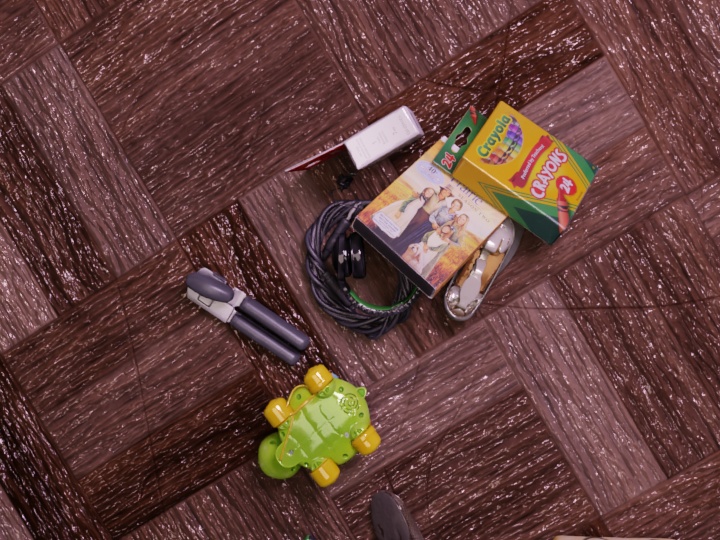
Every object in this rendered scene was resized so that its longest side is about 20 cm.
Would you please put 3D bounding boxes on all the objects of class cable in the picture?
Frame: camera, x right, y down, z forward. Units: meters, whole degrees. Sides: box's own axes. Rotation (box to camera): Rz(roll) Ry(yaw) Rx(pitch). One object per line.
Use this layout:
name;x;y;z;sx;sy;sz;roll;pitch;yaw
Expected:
cable;0.000;0.000;1.465;0.160;0.051;0.203;-2;96;7

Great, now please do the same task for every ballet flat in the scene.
ballet flat;0.177;-0.017;1.436;0.067;0.064;0.202;27;97;3
ballet flat;0.078;0.410;1.501;0.067;0.046;0.202;-33;85;39

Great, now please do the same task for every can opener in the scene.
can opener;-0.168;0.068;1.482;0.199;0.067;0.054;34;99;3

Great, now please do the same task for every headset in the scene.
headset;0.014;-0.037;1.418;0.122;0.094;0.202;-24;102;7

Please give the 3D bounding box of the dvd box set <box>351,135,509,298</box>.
dvd box set;0.104;-0.075;1.377;0.146;0.029;0.200;42;60;9

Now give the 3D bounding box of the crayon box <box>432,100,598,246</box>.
crayon box;0.211;-0.142;1.394;0.199;0.051;0.128;34;58;2

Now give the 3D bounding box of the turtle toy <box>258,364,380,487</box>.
turtle toy;-0.068;0.228;1.468;0.199;0.101;0.146;-38;91;9

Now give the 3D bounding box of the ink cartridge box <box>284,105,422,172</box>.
ink cartridge box;-0.002;-0.158;1.375;0.175;0.200;0.045;-29;93;8

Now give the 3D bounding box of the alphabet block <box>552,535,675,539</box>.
alphabet block;0.360;0.489;1.394;0.192;0.200;0.200;1;95;7

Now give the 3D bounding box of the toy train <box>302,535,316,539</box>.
toy train;-0.030;0.477;1.519;0.056;0.042;0.200;-43;89;-2
